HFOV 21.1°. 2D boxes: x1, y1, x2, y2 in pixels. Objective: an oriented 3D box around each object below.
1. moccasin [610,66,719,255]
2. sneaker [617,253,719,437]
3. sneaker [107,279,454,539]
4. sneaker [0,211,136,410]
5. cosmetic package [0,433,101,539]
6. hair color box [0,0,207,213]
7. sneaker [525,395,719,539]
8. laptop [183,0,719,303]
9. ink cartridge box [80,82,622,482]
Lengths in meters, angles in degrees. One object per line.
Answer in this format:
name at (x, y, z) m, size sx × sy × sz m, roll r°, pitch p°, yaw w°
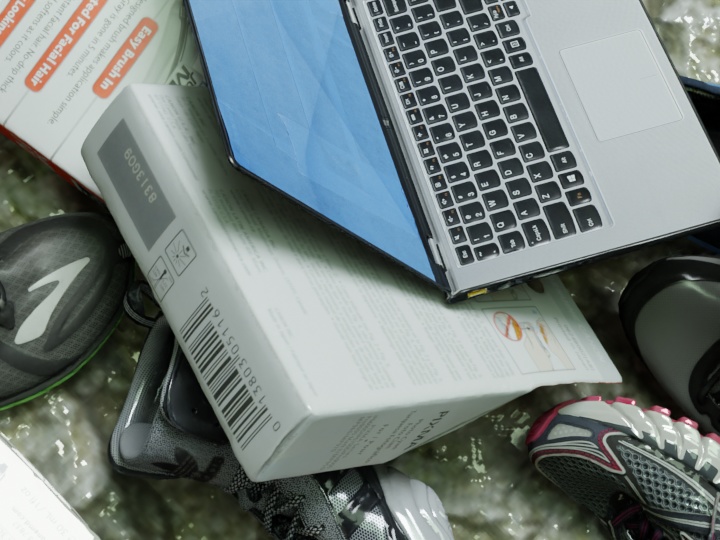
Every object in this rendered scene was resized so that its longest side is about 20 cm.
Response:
moccasin at (0.182, -0.043, 0.891) m, size 0.198 × 0.068 × 0.081 m, roll 10°, pitch 65°, yaw -25°
sneaker at (0.196, 0.068, 0.847) m, size 0.200 × 0.074 × 0.079 m, roll 42°, pitch 21°, yaw 6°
sneaker at (-0.037, 0.089, 0.779) m, size 0.113 × 0.075 × 0.202 m, roll -2°, pitch 62°, yaw -35°
sneaker at (-0.181, 0.021, 0.777) m, size 0.198 × 0.084 × 0.077 m, roll -19°, pitch 75°, yaw -20°
cosmetic package at (-0.193, 0.155, 0.711) m, size 0.073 × 0.104 × 0.200 m, roll 44°, pitch 64°, yaw 7°
hair color box at (-0.146, -0.121, 0.840) m, size 0.199 × 0.064 × 0.111 m, roll 37°, pitch 84°, yaw 3°
sneaker at (0.150, 0.130, 0.821) m, size 0.200 × 0.081 × 0.075 m, roll 40°, pitch 67°, yaw 3°
laptop at (0.033, -0.097, 0.788) m, size 0.198 × 0.116 × 0.188 m, roll -15°, pitch 52°, yaw -3°
ink cartridge box at (0.000, 0.000, 0.796) m, size 0.199 × 0.047 × 0.161 m, roll 0°, pitch 52°, yaw -48°
